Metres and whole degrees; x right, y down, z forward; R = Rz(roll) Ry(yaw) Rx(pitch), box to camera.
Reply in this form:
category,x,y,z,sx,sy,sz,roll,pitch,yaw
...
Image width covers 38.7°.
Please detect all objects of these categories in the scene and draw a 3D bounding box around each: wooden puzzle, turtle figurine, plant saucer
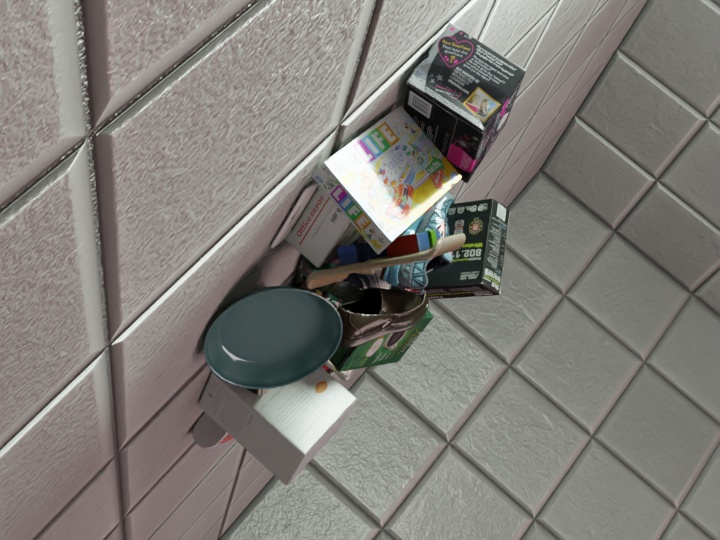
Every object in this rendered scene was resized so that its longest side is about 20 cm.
category,x,y,z,sx,sy,sz,roll,pitch,yaw
wooden puzzle,0.036,-0.025,1.430,0.197,0.047,0.185,-15,-179,18
turtle figurine,-0.076,0.056,1.657,0.150,0.100,0.202,-51,162,-54
plant saucer,-0.124,0.087,1.439,0.197,0.036,0.202,-10,136,-10

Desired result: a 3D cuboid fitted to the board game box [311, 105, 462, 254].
category,x,y,z,sx,sy,sz,roll,pitch,yaw
board game box,0.039,-0.125,1.373,0.034,0.135,0.200,-41,-179,45

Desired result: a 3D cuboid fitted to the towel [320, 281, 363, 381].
category,x,y,z,sx,sy,sz,roll,pitch,yaw
towel,-0.032,0.084,1.839,0.172,0.048,0.200,-51,131,-6

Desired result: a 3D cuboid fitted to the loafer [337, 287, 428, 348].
category,x,y,z,sx,sy,sz,roll,pitch,yaw
loafer,0.037,0.061,1.655,0.198,0.073,0.072,-24,131,-38

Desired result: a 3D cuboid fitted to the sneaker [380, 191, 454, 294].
category,x,y,z,sx,sy,sz,roll,pitch,yaw
sneaker,0.113,-0.041,1.680,0.201,0.095,0.080,-57,172,-25

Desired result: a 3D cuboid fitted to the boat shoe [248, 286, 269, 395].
category,x,y,z,sx,sy,sz,roll,pitch,yaw
boat shoe,-0.160,0.107,1.533,0.075,0.061,0.202,-79,180,-49

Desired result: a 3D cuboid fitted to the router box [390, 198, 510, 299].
category,x,y,z,sx,sy,sz,roll,pitch,yaw
router box,0.151,-0.032,1.746,0.062,0.198,0.152,26,66,-45

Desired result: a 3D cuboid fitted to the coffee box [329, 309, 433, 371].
category,x,y,z,sx,sy,sz,roll,pitch,yaw
coffee box,0.036,0.114,1.808,0.199,0.044,0.124,-3,134,-55

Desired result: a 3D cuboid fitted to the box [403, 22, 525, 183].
category,x,y,z,sx,sy,sz,roll,pitch,yaw
box,0.139,-0.235,1.453,0.115,0.131,0.200,-54,172,-13

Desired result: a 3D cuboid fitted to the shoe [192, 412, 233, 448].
category,x,y,z,sx,sy,sz,roll,pitch,yaw
shoe,-0.209,0.230,1.799,0.200,0.071,0.091,-46,173,-2

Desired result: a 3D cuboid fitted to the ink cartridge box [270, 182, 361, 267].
category,x,y,z,sx,sy,sz,roll,pitch,yaw
ink cartridge box,-0.030,-0.082,1.424,0.116,0.067,0.200,-56,171,34

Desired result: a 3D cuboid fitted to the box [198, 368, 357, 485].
category,x,y,z,sx,sy,sz,roll,pitch,yaw
box,-0.135,0.214,1.662,0.152,0.199,0.107,-41,168,-42

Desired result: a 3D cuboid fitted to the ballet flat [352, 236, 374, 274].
category,x,y,z,sx,sy,sz,roll,pitch,yaw
ballet flat,0.030,-0.085,1.559,0.068,0.074,0.203,-89,-163,-68

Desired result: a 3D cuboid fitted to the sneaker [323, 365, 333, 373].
category,x,y,z,sx,sy,sz,roll,pitch,yaw
sneaker,-0.073,0.120,1.942,0.202,0.078,0.096,-62,-149,23

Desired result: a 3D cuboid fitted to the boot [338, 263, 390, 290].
category,x,y,z,sx,sy,sz,roll,pitch,yaw
boot,0.000,0.000,1.751,0.201,0.089,0.074,74,11,-58
